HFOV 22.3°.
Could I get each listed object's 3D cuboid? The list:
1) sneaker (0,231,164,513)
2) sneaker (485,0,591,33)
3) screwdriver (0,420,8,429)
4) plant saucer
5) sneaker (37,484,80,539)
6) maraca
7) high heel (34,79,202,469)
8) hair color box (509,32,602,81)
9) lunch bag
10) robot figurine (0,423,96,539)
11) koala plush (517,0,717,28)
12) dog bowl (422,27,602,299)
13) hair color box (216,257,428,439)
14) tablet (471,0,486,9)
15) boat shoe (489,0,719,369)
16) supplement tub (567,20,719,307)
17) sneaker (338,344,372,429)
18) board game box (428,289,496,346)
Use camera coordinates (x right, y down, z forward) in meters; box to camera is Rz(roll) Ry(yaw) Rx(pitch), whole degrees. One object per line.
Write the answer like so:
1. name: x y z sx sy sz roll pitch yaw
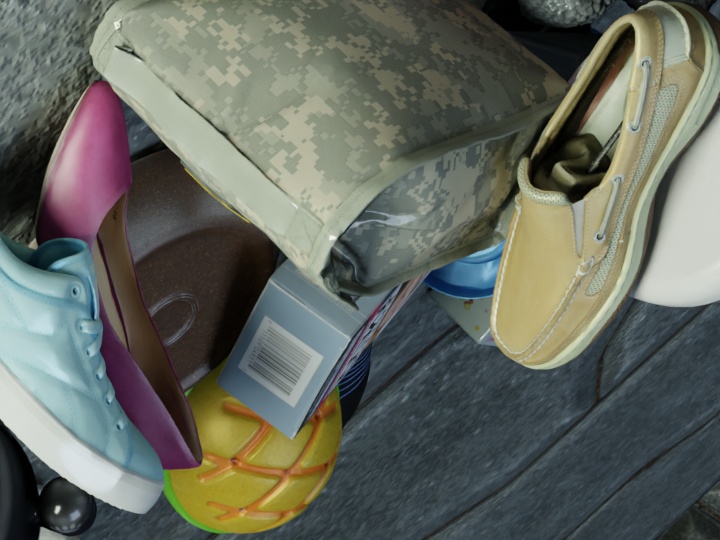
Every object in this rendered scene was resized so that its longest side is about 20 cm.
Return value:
1. sneaker: -0.143 0.032 0.852 0.082 0.074 0.200 -42 120 -2
2. sneaker: 0.056 -0.095 1.081 0.200 0.074 0.080 -31 161 -32
3. screwdriver: -0.192 0.133 1.041 0.029 0.028 0.201 -19 131 1
4. plant saucer: -0.116 0.019 1.019 0.200 0.037 0.201 -32 148 -23
5. sneaker: -0.244 0.222 1.107 0.200 0.099 0.078 -39 159 -16
6. maraca: -0.075 0.087 1.178 0.137 0.107 0.201 -29 130 -25
7. high heel: -0.110 0.006 0.905 0.068 0.095 0.201 -61 164 -57
8. hair color box: 0.149 -0.083 1.062 0.199 0.060 0.100 -7 113 -49
9. lunch bag: -0.017 -0.074 0.879 0.199 0.164 0.118 -22 150 -49
10. robot figurine: -0.221 0.115 0.891 0.125 0.150 0.200 -50 174 -12
11. koala plush: 0.177 -0.205 1.016 0.176 0.185 0.200 -2 170 9
12. dog bowl: 0.104 -0.073 1.205 0.200 0.111 0.050 -51 172 15
13. hair color box: 0.000 0.000 1.100 0.200 0.060 0.099 -50 173 -46
14. tablet: 0.017 -0.118 1.084 0.130 0.014 0.201 -20 147 -48
15. boat shoe: 0.100 -0.039 0.871 0.076 0.072 0.201 -6 125 -45
16. supplement tub: 0.207 -0.058 0.964 0.199 0.145 0.145 -5 137 -50
17. sneaker: -0.025 0.049 1.259 0.078 0.070 0.201 -55 166 -45
18. board game box: 0.162 -0.028 1.457 0.200 0.064 0.147 -50 158 10
